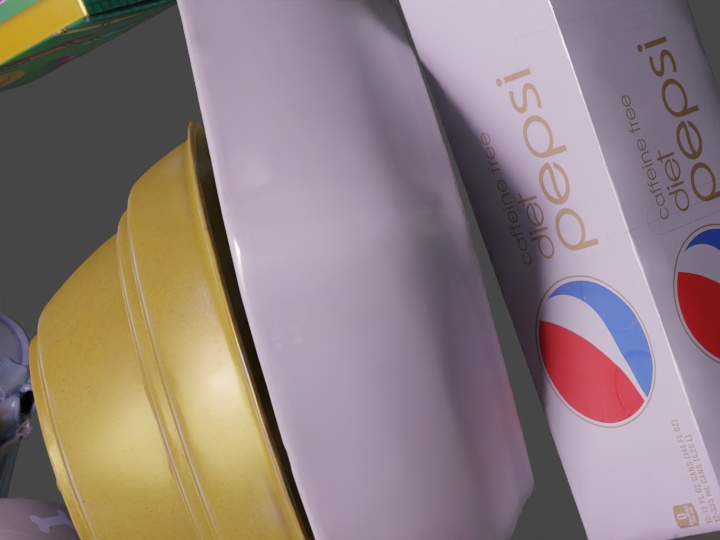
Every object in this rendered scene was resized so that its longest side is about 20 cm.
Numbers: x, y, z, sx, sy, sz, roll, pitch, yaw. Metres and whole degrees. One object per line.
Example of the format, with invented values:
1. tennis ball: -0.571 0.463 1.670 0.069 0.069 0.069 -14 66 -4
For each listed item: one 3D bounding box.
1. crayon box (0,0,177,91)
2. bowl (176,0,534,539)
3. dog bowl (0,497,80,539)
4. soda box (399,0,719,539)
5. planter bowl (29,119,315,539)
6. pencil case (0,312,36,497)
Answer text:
1. crayon box: -0.152 -0.178 1.122 0.119 0.058 0.201 -21 91 50
2. bowl: 0.000 0.000 0.950 0.200 0.074 0.200 -106 -1 -52
3. dog bowl: -0.177 0.169 1.201 0.059 0.200 0.200 62 142 31
4. soda box: 0.085 -0.014 0.928 0.068 0.064 0.201 -17 94 50
5. planter bowl: -0.065 0.054 1.020 0.200 0.083 0.201 -17 -90 -87
6. pencil case: -0.193 0.107 1.272 0.090 0.083 0.200 17 124 5
